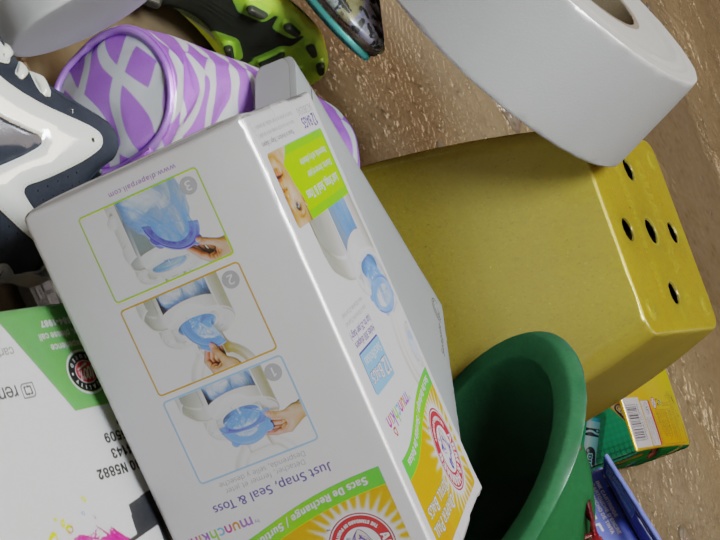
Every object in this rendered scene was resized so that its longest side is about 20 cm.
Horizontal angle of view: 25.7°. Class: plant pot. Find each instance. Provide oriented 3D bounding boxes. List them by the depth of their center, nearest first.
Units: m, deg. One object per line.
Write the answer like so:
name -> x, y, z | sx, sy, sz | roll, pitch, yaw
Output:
plant pot -> 0.113, 0.006, 1.032 | 0.200, 0.176, 0.201 | 0, 69, -59

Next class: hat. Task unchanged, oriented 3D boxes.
hat -> 0.125, 0.162, 0.910 | 0.176, 0.166, 0.200 | 31, 77, -22

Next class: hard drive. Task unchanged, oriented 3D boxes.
hard drive -> 0.000, 0.000, 0.843 | 0.132, 0.027, 0.200 | -95, 159, -47

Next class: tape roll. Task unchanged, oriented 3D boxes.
tape roll -> 0.103, -0.155, 0.934 | 0.202, 0.071, 0.203 | 36, 23, -18

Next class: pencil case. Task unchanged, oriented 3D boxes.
pencil case -> -0.078, -0.072, 0.858 | 0.200, 0.084, 0.086 | 9, 47, -58

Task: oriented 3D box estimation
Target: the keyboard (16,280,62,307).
keyboard -> -0.159, -0.026, 0.762 | 0.056, 0.011, 0.200 | -27, 93, -62

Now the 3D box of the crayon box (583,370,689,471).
crayon box -> 0.184, 0.054, 1.241 | 0.119, 0.058, 0.201 | 6, 64, -59

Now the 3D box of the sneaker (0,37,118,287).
sneaker -> -0.170, -0.081, 0.703 | 0.129, 0.079, 0.200 | 13, 58, -52

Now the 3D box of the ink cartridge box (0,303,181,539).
ink cartridge box -> -0.137, 0.122, 0.609 | 0.145, 0.084, 0.201 | -8, 76, -62

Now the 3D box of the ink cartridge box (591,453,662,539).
ink cartridge box -> 0.156, 0.198, 0.972 | 0.120, 0.042, 0.200 | 62, -13, 22

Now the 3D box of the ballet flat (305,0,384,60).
ballet flat -> -0.034, -0.203, 0.957 | 0.072, 0.072, 0.200 | 26, 16, -50

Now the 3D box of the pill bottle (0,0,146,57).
pill bottle -> -0.176, -0.209, 0.754 | 0.200, 0.111, 0.111 | 63, 28, 2

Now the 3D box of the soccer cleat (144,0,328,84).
soccer cleat -> -0.085, -0.174, 0.947 | 0.200, 0.065, 0.084 | 32, 38, -47

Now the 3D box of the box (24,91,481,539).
box -> -0.038, 0.040, 0.665 | 0.200, 0.101, 0.112 | 66, 15, -5
